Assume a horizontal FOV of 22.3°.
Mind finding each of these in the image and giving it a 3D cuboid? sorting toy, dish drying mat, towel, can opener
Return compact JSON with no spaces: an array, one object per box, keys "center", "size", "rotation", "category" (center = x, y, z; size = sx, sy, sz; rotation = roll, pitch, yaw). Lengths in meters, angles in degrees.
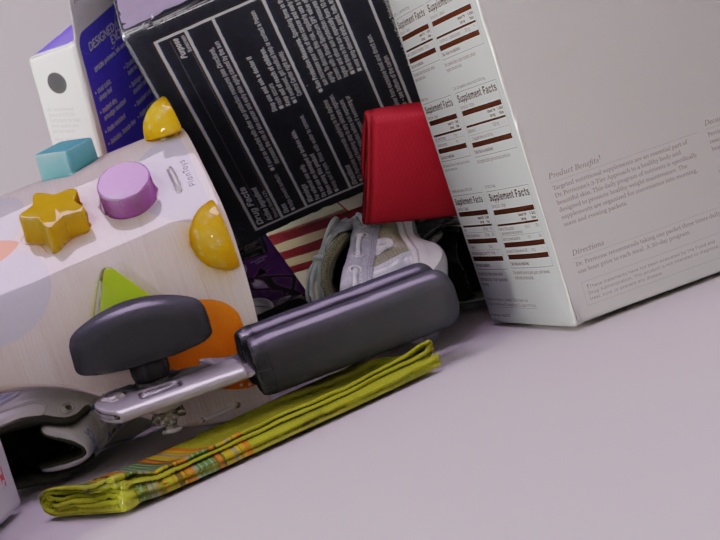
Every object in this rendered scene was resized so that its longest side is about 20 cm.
[{"center":[-0.165,-0.001,1.004],"size":[0.179,0.107,0.200],"rotation":[-16,45,-14],"category":"sorting toy"},{"center":[0.097,-0.072,1.074],"size":[0.198,0.077,0.018],"rotation":[-7,36,-13],"category":"dish drying mat"},{"center":[-0.057,0.076,0.898],"size":[0.199,0.018,0.086],"rotation":[-21,6,-37],"category":"towel"},{"center":[-0.047,0.033,0.940],"size":[0.198,0.067,0.053],"rotation":[-15,14,-13],"category":"can opener"}]

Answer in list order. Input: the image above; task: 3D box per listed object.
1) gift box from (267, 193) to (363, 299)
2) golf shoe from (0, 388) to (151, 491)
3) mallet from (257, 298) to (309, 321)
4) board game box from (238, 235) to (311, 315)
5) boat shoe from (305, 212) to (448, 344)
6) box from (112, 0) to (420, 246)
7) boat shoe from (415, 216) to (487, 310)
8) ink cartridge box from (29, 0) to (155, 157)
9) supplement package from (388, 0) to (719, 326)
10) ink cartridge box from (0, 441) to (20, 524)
[{"center":[0.025,-0.085,1.328],"size":[0.186,0.199,0.186],"rotation":[-18,45,53],"category":"gift box"},{"center":[-0.156,0.085,1.016],"size":[0.199,0.079,0.097],"rotation":[-23,27,-28],"category":"golf shoe"},{"center":[-0.089,0.011,1.147],"size":[0.065,0.041,0.200],"rotation":[-23,36,-19],"category":"mallet"},{"center":[-0.130,0.043,1.161],"size":[0.199,0.032,0.120],"rotation":[-20,36,-17],"category":"board game box"},{"center":[0.000,0.002,1.093],"size":[0.064,0.075,0.202],"rotation":[6,9,-13],"category":"boat shoe"},{"center":[-0.031,-0.151,1.117],"size":[0.197,0.124,0.201],"rotation":[-23,-41,2],"category":"box"},{"center":[0.058,-0.011,1.144],"size":[0.199,0.073,0.071],"rotation":[-12,3,44],"category":"boat shoe"},{"center":[-0.145,-0.132,1.185],"size":[0.043,0.201,0.198],"rotation":[1,28,19],"category":"ink cartridge box"},{"center":[0.144,-0.096,0.984],"size":[0.190,0.202,0.147],"rotation":[-19,4,-14],"category":"supplement package"},{"center":[-0.233,0.072,0.837],"size":[0.083,0.146,0.200],"rotation":[-17,5,3],"category":"ink cartridge box"}]
